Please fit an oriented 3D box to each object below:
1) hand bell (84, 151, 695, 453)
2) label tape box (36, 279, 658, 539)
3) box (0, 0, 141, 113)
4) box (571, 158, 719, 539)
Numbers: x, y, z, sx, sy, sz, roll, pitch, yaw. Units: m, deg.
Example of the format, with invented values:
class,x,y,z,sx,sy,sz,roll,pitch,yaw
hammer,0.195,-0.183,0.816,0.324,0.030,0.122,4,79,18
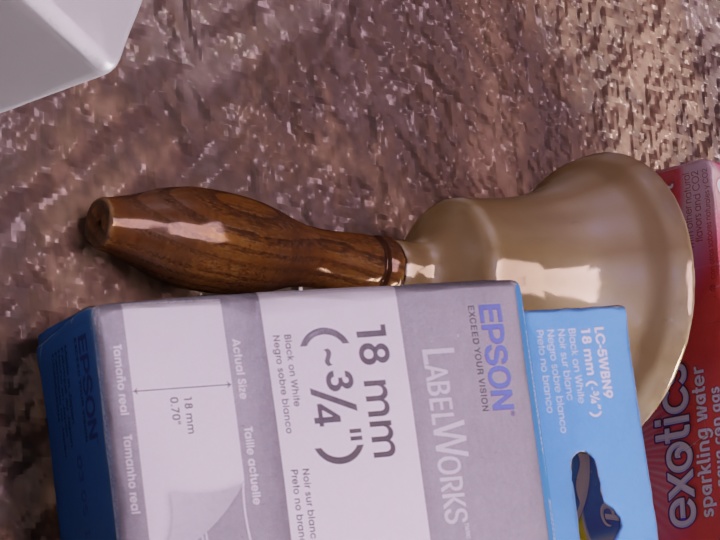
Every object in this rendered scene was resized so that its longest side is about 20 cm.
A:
class,x,y,z,sx,sy,sz,roll,pitch,yaw
hand bell,0.000,0.000,0.911,0.200,0.104,0.104,8,72,-35
label tape box,0.014,0.078,0.836,0.200,0.063,0.144,-3,80,-23
box,-0.121,-0.138,0.740,0.106,0.152,0.200,42,48,-32
box,0.120,0.072,1.000,0.100,0.095,0.200,15,67,-48
